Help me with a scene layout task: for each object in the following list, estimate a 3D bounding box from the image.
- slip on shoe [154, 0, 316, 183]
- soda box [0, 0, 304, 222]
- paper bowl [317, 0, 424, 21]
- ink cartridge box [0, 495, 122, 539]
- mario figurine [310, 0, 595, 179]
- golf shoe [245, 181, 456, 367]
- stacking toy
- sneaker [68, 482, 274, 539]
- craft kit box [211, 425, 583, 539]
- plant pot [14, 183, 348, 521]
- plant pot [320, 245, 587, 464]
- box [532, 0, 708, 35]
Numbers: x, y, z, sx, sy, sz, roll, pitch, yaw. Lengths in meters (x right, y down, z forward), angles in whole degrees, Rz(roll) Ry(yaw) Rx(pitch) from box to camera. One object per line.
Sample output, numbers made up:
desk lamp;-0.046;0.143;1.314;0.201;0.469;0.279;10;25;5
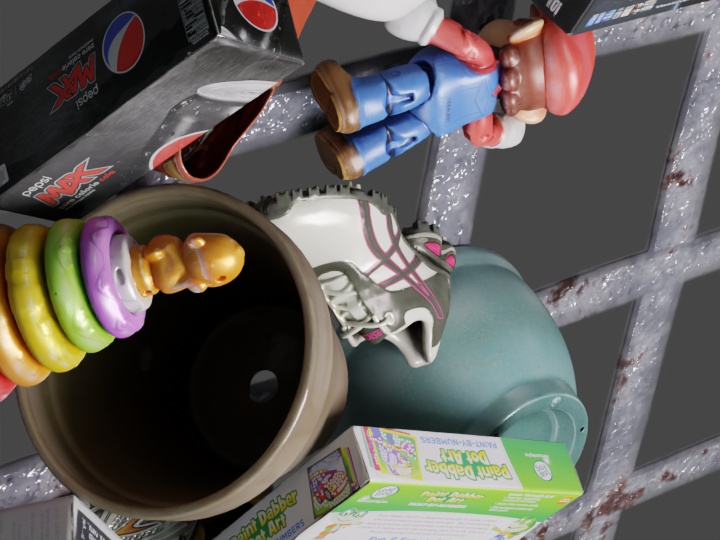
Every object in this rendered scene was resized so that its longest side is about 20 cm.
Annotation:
slip on shoe;-0.064;-0.137;1.251;0.074;0.061;0.200;26;101;-48
soda box;-0.126;-0.099;1.149;0.200;0.064;0.071;-31;152;35
paper bowl;-0.015;-0.208;1.122;0.200;0.201;0.105;12;114;-47
ink cartridge box;-0.222;0.215;1.330;0.199;0.044;0.198;-11;145;20
mario figurine;0.060;-0.130;1.381;0.199;0.106;0.123;-18;170;-17
golf shoe;0.000;0.000;1.389;0.077;0.089;0.200;-16;155;35
stacking toy;-0.159;0.010;1.180;0.199;0.110;0.116;-14;147;13
sneaker;-0.145;0.183;1.431;0.200;0.082;0.078;-31;139;-18
craft kit box;0.013;0.174;1.400;0.199;0.049;0.197;9;144;-42
plant pot;-0.090;0.063;1.316;0.200;0.200;0.173;-50;157;4
plant pot;0.081;0.101;1.529;0.200;0.134;0.201;-25;136;-26
box;0.213;-0.239;1.369;0.200;0.044;0.160;-20;150;-50
